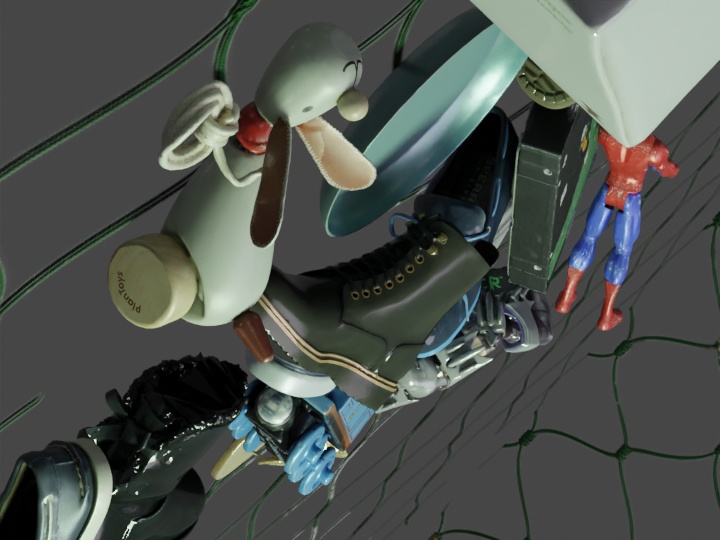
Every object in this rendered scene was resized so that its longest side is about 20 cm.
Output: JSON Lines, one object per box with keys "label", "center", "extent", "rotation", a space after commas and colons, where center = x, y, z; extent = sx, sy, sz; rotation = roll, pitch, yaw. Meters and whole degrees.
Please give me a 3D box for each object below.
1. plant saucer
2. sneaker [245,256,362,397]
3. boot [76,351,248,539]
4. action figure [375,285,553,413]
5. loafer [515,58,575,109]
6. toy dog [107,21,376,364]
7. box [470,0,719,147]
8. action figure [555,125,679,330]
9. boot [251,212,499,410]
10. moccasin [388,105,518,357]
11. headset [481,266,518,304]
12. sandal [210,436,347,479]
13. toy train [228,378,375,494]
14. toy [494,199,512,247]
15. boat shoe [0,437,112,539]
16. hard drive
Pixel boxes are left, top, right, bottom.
{"label": "plant saucer", "center": [0.041, -0.103, 1.360], "extent": [0.200, 0.027, 0.200], "rotation": [-43, 169, -11]}
{"label": "sneaker", "center": [-0.023, 0.030, 1.523], "extent": [0.071, 0.073, 0.200], "rotation": [-64, 169, 24]}
{"label": "boot", "center": [-0.132, 0.123, 1.418], "extent": [0.163, 0.073, 0.198], "rotation": [-50, 164, 24]}
{"label": "action figure", "center": [0.070, 0.053, 1.614], "extent": [0.129, 0.070, 0.200], "rotation": [-14, -174, 31]}
{"label": "loafer", "center": [0.180, -0.192, 1.426], "extent": [0.200, 0.076, 0.067], "rotation": [-52, 161, 28]}
{"label": "toy dog", "center": [-0.050, -0.027, 1.119], "extent": [0.132, 0.096, 0.200], "rotation": [-37, 166, -37]}
{"label": "box", "center": [0.084, -0.187, 0.790], "extent": [0.171, 0.199, 0.200], "rotation": [-46, 167, 3]}
{"label": "action figure", "center": [0.210, -0.064, 1.657], "extent": [0.099, 0.065, 0.201], "rotation": [-47, 154, -51]}
{"label": "boot", "center": [0.000, 0.000, 1.382], "extent": [0.138, 0.077, 0.200], "rotation": [-47, 150, 5]}
{"label": "moccasin", "center": [0.058, -0.035, 1.516], "extent": [0.068, 0.080, 0.201], "rotation": [77, 28, -55]}
{"label": "headset", "center": [0.087, 0.023, 1.822], "extent": [0.122, 0.095, 0.200], "rotation": [-11, 165, -1]}
{"label": "sandal", "center": [-0.028, 0.125, 1.796], "extent": [0.211, 0.070, 0.078], "rotation": [-42, 168, -20]}
{"label": "toy train", "center": [-0.042, 0.103, 1.651], "extent": [0.115, 0.086, 0.200], "rotation": [-53, 168, -9]}
{"label": "toy", "center": [0.104, -0.054, 1.703], "extent": [0.116, 0.047, 0.200], "rotation": [-55, 169, 15]}
{"label": "boat shoe", "center": [-0.217, 0.193, 1.325], "extent": [0.062, 0.075, 0.201], "rotation": [-2, 130, -45]}
{"label": "hard drive", "center": [0.148, -0.091, 1.566], "extent": [0.200, 0.038, 0.141], "rotation": [85, 25, -61]}
